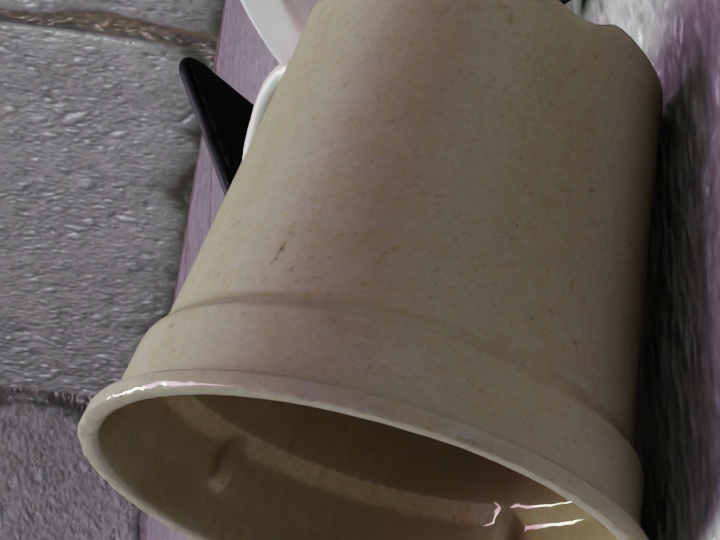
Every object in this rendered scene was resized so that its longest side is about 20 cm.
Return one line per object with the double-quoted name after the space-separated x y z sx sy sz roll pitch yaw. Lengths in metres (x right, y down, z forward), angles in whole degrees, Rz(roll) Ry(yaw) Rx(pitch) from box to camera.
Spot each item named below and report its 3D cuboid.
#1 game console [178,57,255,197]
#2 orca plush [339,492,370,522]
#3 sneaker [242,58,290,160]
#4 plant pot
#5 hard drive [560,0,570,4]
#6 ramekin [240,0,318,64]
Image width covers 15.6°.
-0.048 0.023 1.319 0.176 0.116 0.200 -57 42 41 "game console"
0.047 0.030 1.051 0.105 0.071 0.200 60 -137 -23 "orca plush"
0.000 0.000 1.118 0.105 0.075 0.201 -4 -96 -54 "sneaker"
0.024 0.002 0.919 0.200 0.200 0.184 115 172 -67 "plant pot"
0.090 -0.197 1.063 0.200 0.042 0.135 114 161 -64 "hard drive"
0.006 -0.189 1.201 0.200 0.105 0.201 -14 -90 -71 "ramekin"
